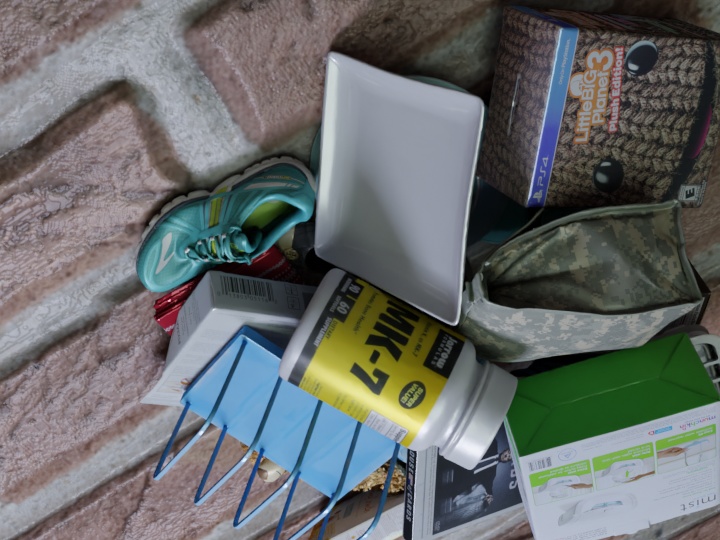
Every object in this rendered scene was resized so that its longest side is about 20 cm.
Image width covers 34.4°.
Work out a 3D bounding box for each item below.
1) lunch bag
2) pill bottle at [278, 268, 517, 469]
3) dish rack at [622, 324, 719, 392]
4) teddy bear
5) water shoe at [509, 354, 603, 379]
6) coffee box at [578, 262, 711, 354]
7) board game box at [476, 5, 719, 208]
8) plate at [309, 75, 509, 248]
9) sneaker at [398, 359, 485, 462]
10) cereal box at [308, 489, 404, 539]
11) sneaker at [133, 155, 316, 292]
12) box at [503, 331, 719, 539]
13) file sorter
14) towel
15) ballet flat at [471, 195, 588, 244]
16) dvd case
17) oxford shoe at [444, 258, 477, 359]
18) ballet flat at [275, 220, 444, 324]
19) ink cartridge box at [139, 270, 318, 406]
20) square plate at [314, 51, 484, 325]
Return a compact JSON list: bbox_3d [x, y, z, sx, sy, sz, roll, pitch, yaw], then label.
[{"bbox_3d":[0.180,0.015,1.058,0.198,0.119,0.164,-7,164,-7],"label":"lunch bag"},{"bbox_3d":[0.035,0.092,1.062,0.199,0.114,0.115,28,119,2],"label":"pill bottle"},{"bbox_3d":[0.292,0.132,1.228,0.198,0.044,0.172,-23,136,8],"label":"dish rack"},{"bbox_3d":[-0.041,0.217,1.295,0.199,0.144,0.067,21,82,-32],"label":"teddy bear"},{"bbox_3d":[0.204,0.136,1.318,0.198,0.079,0.072,-7,113,-8],"label":"water shoe"},{"bbox_3d":[0.250,0.023,1.226,0.198,0.113,0.080,-2,127,-14],"label":"coffee box"},{"bbox_3d":[0.224,-0.147,1.063,0.198,0.097,0.161,-2,112,-24],"label":"board game box"},{"bbox_3d":[0.048,-0.089,1.113,0.198,0.026,0.202,3,122,4],"label":"plate"},{"bbox_3d":[0.067,0.121,1.280,0.079,0.130,0.202,15,85,-35],"label":"sneaker"},{"bbox_3d":[0.037,0.274,1.344,0.199,0.144,0.040,-28,92,6],"label":"cereal box"},{"bbox_3d":[-0.131,-0.038,1.104,0.199,0.080,0.078,-31,128,10],"label":"sneaker"},{"bbox_3d":[0.252,0.178,1.162,0.198,0.097,0.177,-17,135,3],"label":"box"},{"bbox_3d":[-0.079,0.182,1.124,0.199,0.123,0.139,34,132,-13],"label":"file sorter"},{"bbox_3d":[-0.107,0.060,1.205,0.144,0.023,0.200,-29,137,6],"label":"towel"},{"bbox_3d":[0.173,-0.062,1.166,0.198,0.065,0.071,8,122,6],"label":"ballet flat"},{"bbox_3d":[0.134,0.197,1.235,0.198,0.025,0.152,-12,117,-29],"label":"dvd case"},{"bbox_3d":[0.076,0.081,1.181,0.074,0.202,0.070,-10,148,25],"label":"oxford shoe"},{"bbox_3d":[0.000,0.000,1.141,0.198,0.057,0.067,19,148,7],"label":"ballet flat"},{"bbox_3d":[-0.120,0.079,1.185,0.159,0.048,0.200,8,144,-31],"label":"ink cartridge box"},{"bbox_3d":[0.034,-0.078,1.029,0.028,0.199,0.200,-13,117,-39],"label":"square plate"}]
